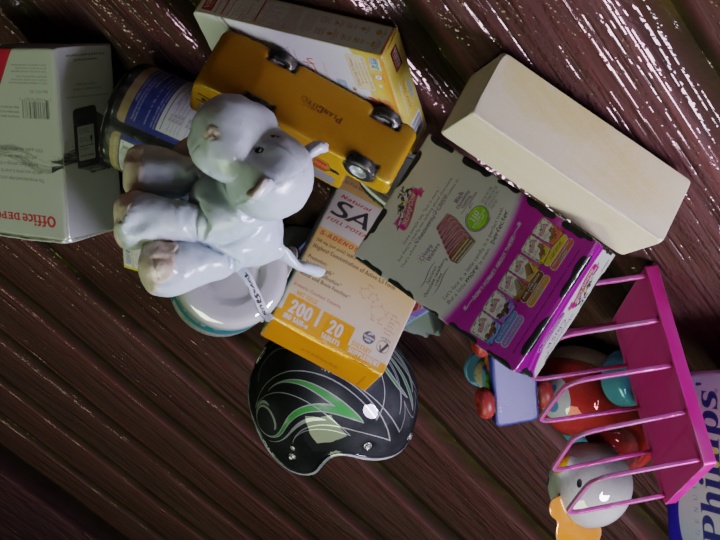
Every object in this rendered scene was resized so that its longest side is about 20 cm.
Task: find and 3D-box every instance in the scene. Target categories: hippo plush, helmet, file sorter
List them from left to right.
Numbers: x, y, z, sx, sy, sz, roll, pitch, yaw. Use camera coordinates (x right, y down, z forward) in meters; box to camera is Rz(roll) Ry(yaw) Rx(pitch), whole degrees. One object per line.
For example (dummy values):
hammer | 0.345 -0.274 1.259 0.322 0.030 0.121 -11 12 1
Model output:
hippo plush | -0.116 -0.058 1.264 0.200 0.159 0.161 48 146 1
helmet | -0.026 0.150 1.825 0.190 0.201 0.200 -26 127 35
file sorter | 0.241 0.121 1.418 0.124 0.202 0.139 -8 157 -9

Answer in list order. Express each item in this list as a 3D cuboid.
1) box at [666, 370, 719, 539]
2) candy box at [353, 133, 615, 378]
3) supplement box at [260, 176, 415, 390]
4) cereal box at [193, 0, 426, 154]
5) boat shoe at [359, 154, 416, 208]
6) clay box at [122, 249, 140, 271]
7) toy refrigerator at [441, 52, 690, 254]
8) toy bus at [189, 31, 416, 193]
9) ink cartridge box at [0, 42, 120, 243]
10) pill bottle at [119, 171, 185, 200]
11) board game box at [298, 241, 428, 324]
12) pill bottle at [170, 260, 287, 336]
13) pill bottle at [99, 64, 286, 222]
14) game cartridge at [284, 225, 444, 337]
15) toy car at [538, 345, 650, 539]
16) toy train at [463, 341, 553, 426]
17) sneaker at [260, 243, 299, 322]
box | 0.401 0.188 1.421 0.104 0.186 0.199 1 173 -34
candy box | 0.110 -0.014 1.322 0.199 0.137 0.061 36 -174 27
supplement box | 0.000 0.000 1.472 0.125 0.201 0.074 27 158 -4
cereal box | -0.045 -0.185 1.345 0.198 0.040 0.144 16 154 25
boat shoe | 0.083 -0.051 1.437 0.199 0.076 0.060 29 151 0
clay box | -0.196 -0.041 1.725 0.198 0.048 0.116 15 118 29
toy refrigerator | 0.176 -0.100 1.248 0.199 0.070 0.076 33 163 -10
toy bus | -0.053 -0.137 1.317 0.199 0.065 0.078 29 157 -1
ink cartridge box | -0.335 -0.139 1.557 0.144 0.203 0.083 7 -165 38
pill bottle | -0.189 -0.093 1.599 0.198 0.113 0.112 23 156 10
board game box | 0.008 0.015 1.613 0.157 0.039 0.200 35 151 -11
pill bottle | -0.136 0.009 1.461 0.110 0.112 0.200 30 171 -6
pill bottle | -0.155 -0.123 1.482 0.198 0.113 0.112 24 157 10
game cartridge | -0.002 0.011 1.706 0.198 0.041 0.133 18 158 22
toy car | 0.250 0.205 1.615 0.176 0.202 0.184 36 155 -28
toy train | 0.149 0.056 1.590 0.084 0.202 0.116 -9 -163 -12
sneaker | -0.073 0.030 1.693 0.084 0.075 0.200 30 166 0
